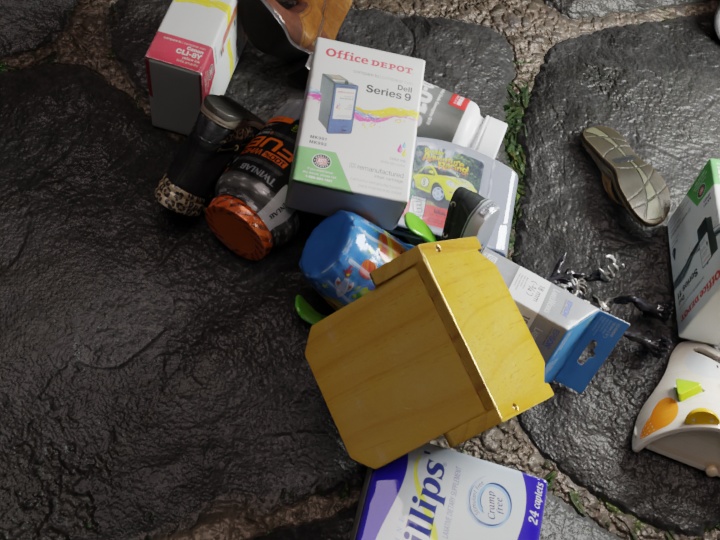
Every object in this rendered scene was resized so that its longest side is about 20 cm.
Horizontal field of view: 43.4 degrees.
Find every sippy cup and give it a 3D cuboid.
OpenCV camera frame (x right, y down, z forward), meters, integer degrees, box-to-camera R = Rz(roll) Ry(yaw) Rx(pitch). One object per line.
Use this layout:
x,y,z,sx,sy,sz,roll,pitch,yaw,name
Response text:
0.000,0.000,1.101,0.130,0.139,0.179,37,86,-31,sippy cup

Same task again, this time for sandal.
0.379,-0.131,1.314,0.080,0.055,0.201,-12,49,-21,sandal

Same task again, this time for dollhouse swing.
0.072,0.098,1.008,0.181,0.175,0.202,-9,69,-53,dollhouse swing

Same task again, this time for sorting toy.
0.460,0.170,1.148,0.197,0.108,0.181,20,41,3,sorting toy

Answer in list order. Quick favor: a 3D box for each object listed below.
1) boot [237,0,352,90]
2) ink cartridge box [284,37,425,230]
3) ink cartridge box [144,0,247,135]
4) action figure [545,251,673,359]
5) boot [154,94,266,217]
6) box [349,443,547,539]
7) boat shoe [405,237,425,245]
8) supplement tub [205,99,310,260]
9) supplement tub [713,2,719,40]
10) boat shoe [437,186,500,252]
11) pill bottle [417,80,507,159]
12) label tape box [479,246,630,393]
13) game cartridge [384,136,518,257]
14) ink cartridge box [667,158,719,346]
-0.087,-0.396,1.326,0.188,0.068,0.203,38,54,-35,boot
-0.005,-0.170,1.119,0.143,0.088,0.203,11,67,-6,ink cartridge box
-0.224,-0.311,1.263,0.082,0.146,0.202,15,61,1,ink cartridge box
0.310,0.040,1.179,0.197,0.102,0.121,18,72,0,action figure
-0.196,-0.152,1.203,0.073,0.200,0.152,32,99,0,boot
0.088,0.305,0.998,0.197,0.105,0.186,16,60,1,box
0.106,-0.063,1.226,0.071,0.070,0.201,-37,79,-26,boat shoe
-0.108,-0.118,1.189,0.121,0.123,0.201,30,61,9,supplement tub
0.671,-0.460,1.493,0.121,0.123,0.201,30,61,9,supplement tub
0.117,-0.021,1.127,0.056,0.202,0.068,38,47,18,boat shoe
0.098,-0.199,1.269,0.197,0.114,0.115,23,60,5,pill bottle
0.205,0.082,1.109,0.198,0.145,0.064,28,45,8,label tape box
0.105,-0.101,1.180,0.197,0.041,0.135,13,68,-5,game cartridge
0.480,-0.021,1.200,0.082,0.147,0.202,10,54,-3,ink cartridge box
